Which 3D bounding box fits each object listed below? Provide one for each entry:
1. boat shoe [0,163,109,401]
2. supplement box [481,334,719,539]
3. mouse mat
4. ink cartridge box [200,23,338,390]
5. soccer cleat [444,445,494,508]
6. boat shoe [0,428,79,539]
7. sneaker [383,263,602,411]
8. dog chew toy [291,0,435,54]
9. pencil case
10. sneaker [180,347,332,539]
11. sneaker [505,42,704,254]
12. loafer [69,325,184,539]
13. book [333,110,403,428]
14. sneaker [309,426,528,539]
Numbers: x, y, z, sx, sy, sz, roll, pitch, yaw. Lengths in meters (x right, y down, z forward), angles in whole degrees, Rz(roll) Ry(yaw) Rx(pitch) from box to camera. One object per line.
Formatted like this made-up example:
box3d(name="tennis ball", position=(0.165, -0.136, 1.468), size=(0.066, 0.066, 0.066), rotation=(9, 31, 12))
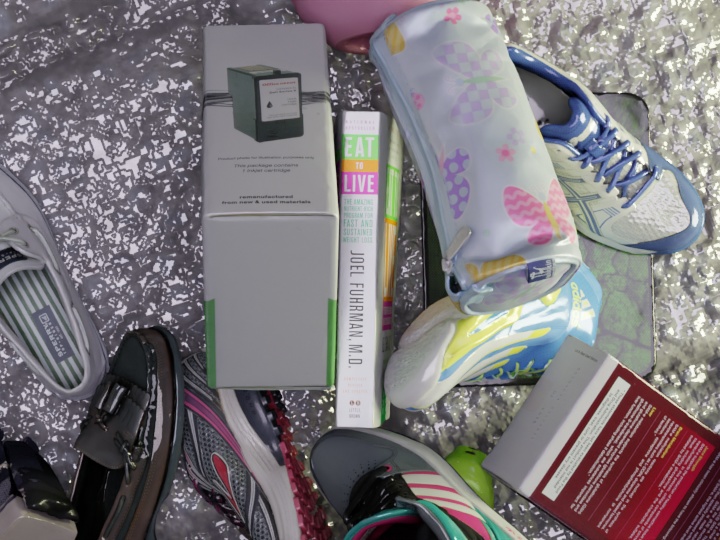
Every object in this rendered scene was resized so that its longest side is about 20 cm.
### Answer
box3d(name="boat shoe", position=(-0.230, -0.004, 1.641), size=(0.074, 0.067, 0.200), rotation=(-37, 91, -3))
box3d(name="supplement box", position=(0.190, 0.142, 1.629), size=(0.200, 0.061, 0.109), rotation=(36, 86, -25))
box3d(name="mouse mat", position=(0.121, -0.021, 1.690), size=(0.161, 0.008, 0.200), rotation=(-2, 88, -3))
box3d(name="ink cartridge box", position=(-0.059, -0.043, 1.566), size=(0.084, 0.200, 0.146), rotation=(-1, 130, -3))
box3d(name="soccer cleat", position=(0.053, 0.213, 1.656), size=(0.067, 0.081, 0.200), rotation=(18, 110, 7))
box3d(name="boat shoe", position=(-0.265, 0.195, 1.643), size=(0.075, 0.093, 0.200), rotation=(26, 114, -42))
box3d(name="sneaker", position=(0.101, 0.044, 1.619), size=(0.105, 0.076, 0.200), rotation=(50, 56, -13))
box3d(name="dog chew toy", position=(0.008, -0.247, 1.635), size=(0.124, 0.125, 0.200), rotation=(-4, 81, -3))
box3d(name="pencil case", position=(0.070, -0.071, 1.555), size=(0.091, 0.083, 0.200), rotation=(-12, 71, -15))
box3d(name="sneaker", position=(-0.072, 0.145, 1.638), size=(0.075, 0.081, 0.200), rotation=(-24, 68, 7))
box3d(name="sneaker", position=(0.146, -0.078, 1.646), size=(0.200, 0.088, 0.075), rotation=(35, 85, -2))
box3d(name="loafer", position=(-0.163, 0.135, 1.626), size=(0.063, 0.072, 0.200), rotation=(4, 99, -35))
box3d(name="book", position=(0.000, 0.000, 1.619), size=(0.048, 0.134, 0.200), rotation=(1, 90, 3))
box3d(name="sneaker", position=(0.016, 0.161, 1.538), size=(0.200, 0.121, 0.084), rotation=(34, 104, 33))
